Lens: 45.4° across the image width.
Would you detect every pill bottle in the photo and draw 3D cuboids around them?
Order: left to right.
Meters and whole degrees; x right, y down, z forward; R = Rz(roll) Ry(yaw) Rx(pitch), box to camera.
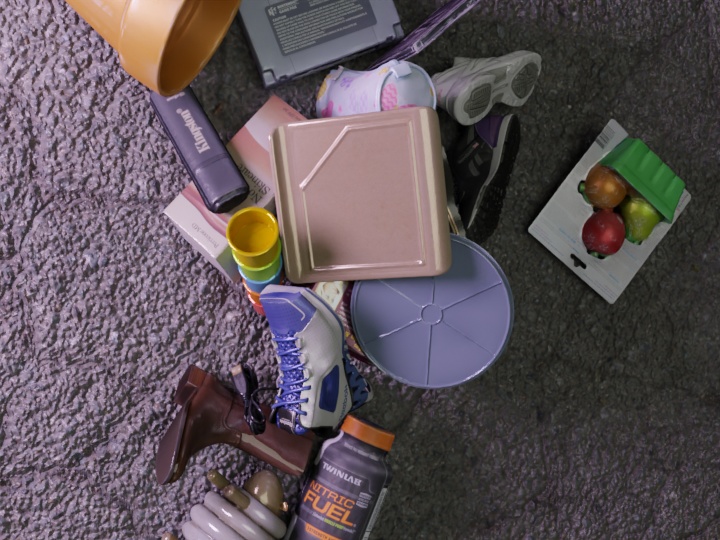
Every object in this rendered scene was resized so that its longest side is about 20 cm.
[{"bbox_3d":[-0.023,0.293,1.122,0.105,0.106,0.203,24,85,-18],"label":"pill bottle"}]

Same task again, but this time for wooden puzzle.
[{"bbox_3d":[0.001,-0.083,0.985,0.196,0.037,0.189,-4,101,14],"label":"wooden puzzle"}]

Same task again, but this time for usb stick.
[{"bbox_3d":[-0.193,-0.151,1.019,0.055,0.033,0.202,-30,64,-5],"label":"usb stick"}]

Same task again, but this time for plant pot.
[{"bbox_3d":[-0.248,-0.333,0.972,0.181,0.200,0.202,32,83,-1],"label":"plant pot"}]

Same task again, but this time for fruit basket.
[{"bbox_3d":[0.363,-0.084,1.254,0.184,0.094,0.201,36,97,-16],"label":"fruit basket"}]

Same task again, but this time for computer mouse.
[{"bbox_3d":[-0.072,0.164,1.105,0.197,0.110,0.044,5,119,-33],"label":"computer mouse"}]

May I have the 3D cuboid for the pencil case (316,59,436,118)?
[{"bbox_3d":[0.016,-0.208,1.059,0.082,0.199,0.093,-6,102,-24],"label":"pencil case"}]

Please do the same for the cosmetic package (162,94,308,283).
[{"bbox_3d":[-0.130,-0.100,1.052,0.103,0.087,0.201,37,79,19],"label":"cosmetic package"}]

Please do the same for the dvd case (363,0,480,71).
[{"bbox_3d":[0.085,-0.300,1.073,0.148,0.200,0.016,-42,104,-12],"label":"dvd case"}]

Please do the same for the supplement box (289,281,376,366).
[{"bbox_3d":[0.000,0.000,1.113,0.130,0.103,0.202,31,82,-19],"label":"supplement box"}]

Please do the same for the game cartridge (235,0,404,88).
[{"bbox_3d":[-0.055,-0.328,1.100,0.197,0.042,0.135,-22,87,-13],"label":"game cartridge"}]

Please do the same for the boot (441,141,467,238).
[{"bbox_3d":[0.052,-0.054,1.049,0.136,0.078,0.204,-18,102,-3],"label":"boot"}]

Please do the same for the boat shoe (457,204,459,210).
[{"bbox_3d":[0.111,-0.003,1.172,0.068,0.072,0.201,42,73,-15],"label":"boat shoe"}]

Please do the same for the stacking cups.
[{"bbox_3d":[-0.116,0.003,1.019,0.059,0.201,0.062,0,62,0],"label":"stacking cups"}]

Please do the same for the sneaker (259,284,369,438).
[{"bbox_3d":[-0.064,0.122,0.999,0.116,0.079,0.201,-53,130,-37],"label":"sneaker"}]

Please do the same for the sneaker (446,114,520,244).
[{"bbox_3d":[0.149,-0.121,1.154,0.203,0.086,0.076,-68,151,-27],"label":"sneaker"}]

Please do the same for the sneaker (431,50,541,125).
[{"bbox_3d":[0.166,-0.266,1.169,0.198,0.099,0.079,-24,136,-38],"label":"sneaker"}]

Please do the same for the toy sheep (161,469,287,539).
[{"bbox_3d":[-0.165,0.335,1.064,0.138,0.137,0.201,43,76,-16],"label":"toy sheep"}]

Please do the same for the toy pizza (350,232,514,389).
[{"bbox_3d":[0.086,0.047,1.039,0.196,0.032,0.204,2,109,7],"label":"toy pizza"}]

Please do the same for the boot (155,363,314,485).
[{"bbox_3d":[-0.141,0.219,1.052,0.198,0.188,0.064,32,124,-18],"label":"boot"}]
